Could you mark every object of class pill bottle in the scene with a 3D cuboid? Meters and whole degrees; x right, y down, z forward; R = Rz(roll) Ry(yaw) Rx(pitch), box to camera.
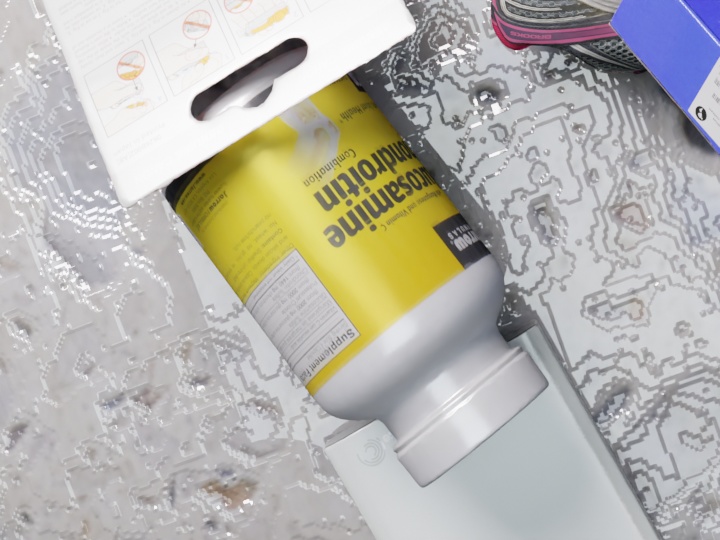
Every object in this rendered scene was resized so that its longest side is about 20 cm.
[{"bbox_3d":[0.000,0.000,0.727,0.112,0.112,0.201,-39,84,9],"label":"pill bottle"}]

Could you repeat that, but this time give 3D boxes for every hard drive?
[{"bbox_3d":[0.086,0.146,0.789,0.131,0.026,0.202,-30,93,9],"label":"hard drive"}]

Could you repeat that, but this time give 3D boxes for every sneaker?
[{"bbox_3d":[0.160,-0.127,0.730,0.197,0.081,0.075,16,135,-6],"label":"sneaker"}]

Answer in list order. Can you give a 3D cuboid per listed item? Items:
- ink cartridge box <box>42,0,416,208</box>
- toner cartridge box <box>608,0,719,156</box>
[{"bbox_3d":[-0.071,-0.143,0.719,0.161,0.050,0.202,-30,66,9],"label":"ink cartridge box"},{"bbox_3d":[0.214,-0.119,0.663,0.198,0.043,0.095,-24,69,-29],"label":"toner cartridge box"}]
